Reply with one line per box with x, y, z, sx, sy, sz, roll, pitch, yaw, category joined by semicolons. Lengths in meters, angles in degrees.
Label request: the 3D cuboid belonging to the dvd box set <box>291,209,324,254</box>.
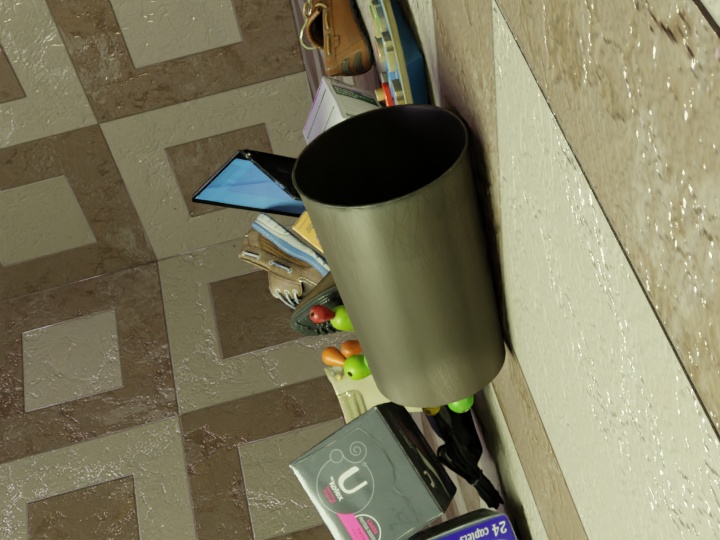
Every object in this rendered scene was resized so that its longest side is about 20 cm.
0.010;0.005;1.298;0.200;0.029;0.146;39;180;2;dvd box set

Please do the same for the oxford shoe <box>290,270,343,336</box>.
0.000;0.000;1.198;0.073;0.200;0.085;34;-154;-44;oxford shoe

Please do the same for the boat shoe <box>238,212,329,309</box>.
-0.072;0.008;1.316;0.200;0.073;0.072;37;180;40;boat shoe

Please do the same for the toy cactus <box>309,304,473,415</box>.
0.056;0.083;1.133;0.165;0.199;0.103;14;-86;-53;toy cactus

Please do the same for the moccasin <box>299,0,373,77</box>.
-0.041;-0.314;1.401;0.074;0.077;0.202;78;177;-52;moccasin

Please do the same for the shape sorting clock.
0.033;-0.170;1.027;0.200;0.039;0.201;165;90;-87;shape sorting clock

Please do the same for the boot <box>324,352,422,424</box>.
0.026;0.099;1.408;0.073;0.155;0.201;-116;11;-77;boot

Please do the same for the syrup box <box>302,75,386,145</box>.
-0.010;-0.160;1.285;0.200;0.078;0.082;-108;38;-65;syrup box

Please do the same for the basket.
0.040;-0.004;0.859;0.181;0.135;0.201;-101;-6;-63;basket

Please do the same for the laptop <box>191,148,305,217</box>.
-0.069;-0.074;1.270;0.200;0.177;0.104;41;117;45;laptop

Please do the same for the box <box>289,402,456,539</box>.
0.018;0.212;1.115;0.123;0.106;0.200;56;-176;9;box

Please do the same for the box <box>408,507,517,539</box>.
0.125;0.355;1.112;0.184;0.104;0.201;86;164;-79;box

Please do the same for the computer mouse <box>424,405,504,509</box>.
0.089;0.163;1.202;0.141;0.046;0.200;52;-165;-43;computer mouse
